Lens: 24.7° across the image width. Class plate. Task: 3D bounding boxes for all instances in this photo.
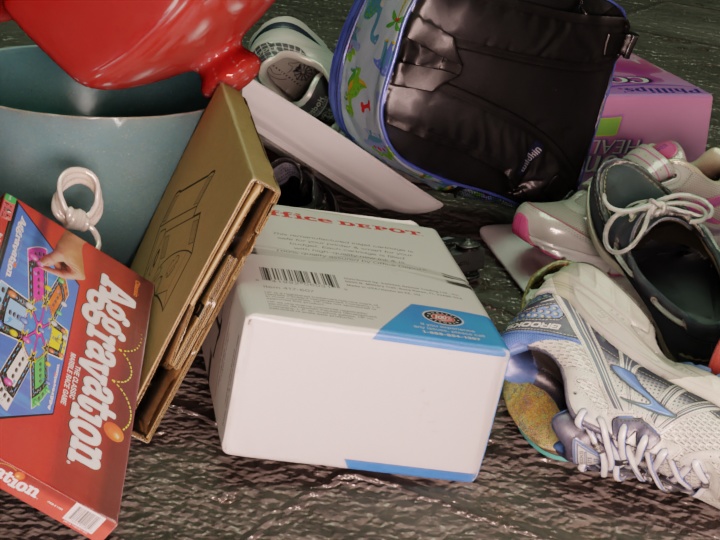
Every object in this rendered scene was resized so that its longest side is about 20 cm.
[{"bbox_3d":[-0.052,-0.104,1.278,0.199,0.032,0.200,31,0,-24],"label":"plate"}]

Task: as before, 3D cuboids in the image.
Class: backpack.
[{"bbox_3d":[0.076,-0.150,1.240,0.200,0.184,0.147,12,11,-35],"label":"backpack"}]

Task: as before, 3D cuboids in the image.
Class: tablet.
[{"bbox_3d":[0.172,0.002,1.198,0.130,0.014,0.200,0,20,-12],"label":"tablet"}]

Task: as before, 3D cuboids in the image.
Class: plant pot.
[{"bbox_3d":[-0.184,-0.067,1.128,0.199,0.135,0.200,4,21,-2],"label":"plant pot"}]

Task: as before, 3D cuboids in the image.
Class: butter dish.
[{"bbox_3d":[-0.118,-0.179,1.065,0.200,0.148,0.199,-33,-1,31],"label":"butter dish"}]

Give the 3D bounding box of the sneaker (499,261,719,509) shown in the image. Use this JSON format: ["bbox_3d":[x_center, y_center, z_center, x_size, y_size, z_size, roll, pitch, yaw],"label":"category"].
[{"bbox_3d":[0.147,0.086,0.878,0.085,0.077,0.200,-33,54,-22],"label":"sneaker"}]

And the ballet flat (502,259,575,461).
[{"bbox_3d":[0.122,0.045,0.995,0.070,0.071,0.200,6,20,4],"label":"ballet flat"}]

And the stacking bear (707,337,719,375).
[{"bbox_3d":[0.292,0.086,0.867,0.200,0.122,0.114,31,19,33],"label":"stacking bear"}]

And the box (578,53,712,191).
[{"bbox_3d":[0.181,-0.135,1.451,0.175,0.097,0.200,-2,22,-17],"label":"box"}]

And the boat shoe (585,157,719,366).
[{"bbox_3d":[0.198,-0.013,1.079,0.075,0.062,0.200,-13,46,-1],"label":"boat shoe"}]

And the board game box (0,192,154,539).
[{"bbox_3d":[-0.162,0.044,0.855,0.103,0.019,0.200,35,27,-23],"label":"board game box"}]

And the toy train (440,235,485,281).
[{"bbox_3d":[0.000,0.000,1.134,0.200,0.034,0.046,-10,21,-35],"label":"toy train"}]

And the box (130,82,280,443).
[{"bbox_3d":[-0.102,-0.011,0.966,0.021,0.164,0.200,24,15,-18],"label":"box"}]

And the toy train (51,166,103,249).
[{"bbox_3d":[-0.220,-0.002,0.922,0.199,0.151,0.056,-5,1,-36],"label":"toy train"}]

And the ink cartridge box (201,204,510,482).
[{"bbox_3d":[-0.013,0.034,0.950,0.145,0.085,0.200,8,18,-12],"label":"ink cartridge box"}]

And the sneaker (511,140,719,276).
[{"bbox_3d":[0.201,-0.052,1.203,0.199,0.089,0.081,-6,23,-26],"label":"sneaker"}]

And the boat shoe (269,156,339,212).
[{"bbox_3d":[-0.057,-0.049,1.205,0.070,0.066,0.200,9,20,11],"label":"boat shoe"}]

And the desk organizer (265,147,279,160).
[{"bbox_3d":[-0.137,-0.138,1.414,0.199,0.077,0.072,1,20,-11],"label":"desk organizer"}]

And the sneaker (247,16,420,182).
[{"bbox_3d":[-0.010,-0.127,1.354,0.200,0.076,0.081,31,16,-17],"label":"sneaker"}]
